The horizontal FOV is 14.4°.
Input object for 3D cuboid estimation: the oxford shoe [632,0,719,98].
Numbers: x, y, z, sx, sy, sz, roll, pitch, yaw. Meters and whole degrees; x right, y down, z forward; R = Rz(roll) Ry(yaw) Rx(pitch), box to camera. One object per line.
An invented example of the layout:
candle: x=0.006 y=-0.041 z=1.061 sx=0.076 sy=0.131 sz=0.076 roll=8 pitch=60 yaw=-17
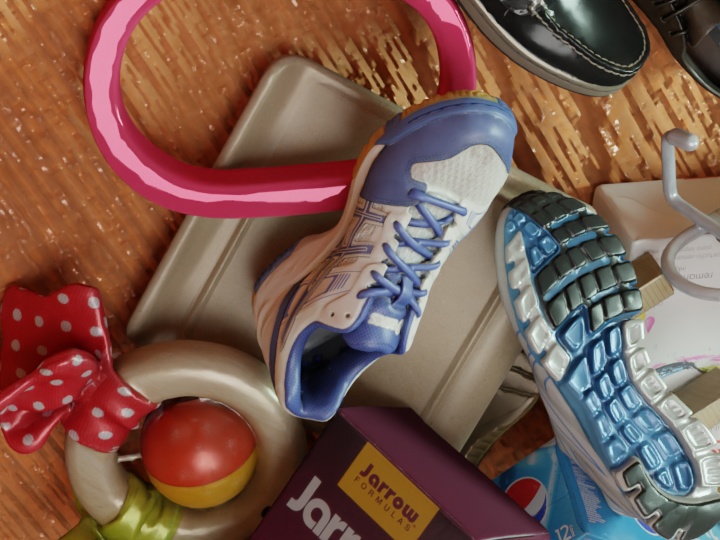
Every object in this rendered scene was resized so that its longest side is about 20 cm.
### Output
oxford shoe: x=0.163 y=-0.161 z=1.464 sx=0.073 sy=0.085 sz=0.200 roll=-39 pitch=122 yaw=11

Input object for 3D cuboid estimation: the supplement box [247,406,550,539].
supplement box: x=-0.009 y=0.182 z=1.499 sx=0.200 sy=0.110 sz=0.086 roll=-56 pitch=154 yaw=16

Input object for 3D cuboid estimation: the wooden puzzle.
wooden puzzle: x=0.000 y=0.000 z=1.517 sx=0.199 sy=0.037 sz=0.185 roll=25 pitch=110 yaw=-13

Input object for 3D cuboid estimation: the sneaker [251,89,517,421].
sneaker: x=0.019 y=-0.002 z=1.422 sx=0.075 sy=0.088 sz=0.200 roll=17 pitch=131 yaw=-27

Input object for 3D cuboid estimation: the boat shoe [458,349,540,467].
boat shoe: x=0.053 y=0.073 z=1.593 sx=0.073 sy=0.063 sz=0.201 roll=30 pitch=107 yaw=-4

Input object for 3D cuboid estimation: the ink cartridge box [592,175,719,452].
ink cartridge box: x=0.184 y=0.050 z=1.610 sx=0.116 sy=0.068 sz=0.201 roll=-5 pitch=122 yaw=-15

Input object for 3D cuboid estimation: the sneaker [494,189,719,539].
sneaker: x=0.115 y=0.053 z=1.496 sx=0.075 sy=0.087 sz=0.201 roll=-29 pitch=100 yaw=-23

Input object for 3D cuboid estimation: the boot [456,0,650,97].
boot: x=0.103 y=-0.182 z=1.378 sx=0.200 sy=0.073 sz=0.150 roll=47 pitch=137 yaw=-14

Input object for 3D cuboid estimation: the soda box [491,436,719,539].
soda box: x=0.155 y=0.157 z=1.601 sx=0.068 sy=0.064 sz=0.200 roll=-36 pitch=142 yaw=29

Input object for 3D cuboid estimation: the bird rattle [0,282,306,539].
bird rattle: x=-0.112 y=0.090 z=1.517 sx=0.162 sy=0.113 sz=0.201 roll=-11 pitch=113 yaw=1

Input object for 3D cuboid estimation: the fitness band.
fitness band: x=-0.041 y=-0.098 z=1.436 sx=0.199 sy=0.037 sz=0.144 roll=-4 pitch=116 yaw=0

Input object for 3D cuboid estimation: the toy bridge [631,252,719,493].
toy bridge: x=0.177 y=0.081 z=1.569 sx=0.067 sy=0.027 sz=0.200 roll=-32 pitch=124 yaw=3

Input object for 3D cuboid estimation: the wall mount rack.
wall mount rack: x=0.258 y=-0.044 z=1.494 sx=0.199 sy=0.174 sz=0.075 roll=-29 pitch=132 yaw=-27
